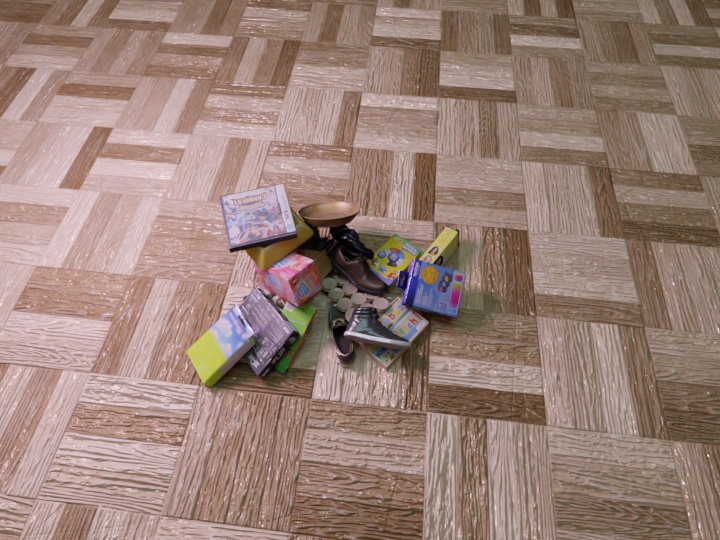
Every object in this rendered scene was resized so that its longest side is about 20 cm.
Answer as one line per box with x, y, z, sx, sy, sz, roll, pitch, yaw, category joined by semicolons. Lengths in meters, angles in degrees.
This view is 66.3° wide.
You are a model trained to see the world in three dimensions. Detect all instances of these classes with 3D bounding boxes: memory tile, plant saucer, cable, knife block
-0.019;0.075;1.686;0.149;0.017;0.201;-19;47;-27;memory tile
-0.267;-0.131;1.608;0.198;0.049;0.200;-38;69;-22;plant saucer
-0.095;-0.169;1.694;0.192;0.037;0.201;-2;21;1;plant saucer
-0.030;-0.099;1.751;0.162;0.199;0.052;38;83;-21;cable
-0.130;-0.007;1.738;0.063;0.172;0.208;-2;83;46;knife block

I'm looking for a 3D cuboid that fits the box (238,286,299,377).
-0.287;0.174;1.579;0.199;0.043;0.161;42;94;29;box

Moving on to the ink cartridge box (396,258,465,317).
0.201;0.051;1.643;0.193;0.076;0.142;14;83;-2;ink cartridge box

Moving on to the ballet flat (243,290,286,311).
-0.263;0.103;1.660;0.195;0.070;0.068;27;17;13;ballet flat

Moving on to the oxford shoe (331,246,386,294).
0.000;0.000;1.687;0.197;0.086;0.073;34;42;9;oxford shoe

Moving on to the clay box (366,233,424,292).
0.110;-0.035;1.773;0.113;0.048;0.200;33;62;21;clay box

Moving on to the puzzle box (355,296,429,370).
0.094;0.182;1.631;0.132;0.026;0.199;36;62;24;puzzle box

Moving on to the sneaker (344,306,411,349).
0.056;0.159;1.566;0.193;0.071;0.103;13;69;-3;sneaker

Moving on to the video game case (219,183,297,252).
-0.293;-0.153;1.576;0.193;0.026;0.185;-13;62;-11;video game case

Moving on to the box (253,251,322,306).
-0.213;0.013;1.600;0.102;0.097;0.197;-36;35;-27;box

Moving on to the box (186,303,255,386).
-0.386;0.210;1.555;0.199;0.048;0.122;-43;61;1;box

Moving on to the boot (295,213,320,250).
-0.195;-0.087;1.760;0.066;0.133;0.201;26;58;19;boot

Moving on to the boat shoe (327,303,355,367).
-0.057;0.178;1.613;0.069;0.060;0.205;-9;55;-6;boat shoe

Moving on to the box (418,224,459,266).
0.248;-0.051;1.768;0.049;0.077;0.201;25;58;27;box

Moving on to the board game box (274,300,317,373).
-0.208;0.183;1.588;0.093;0.030;0.205;25;83;18;board game box
